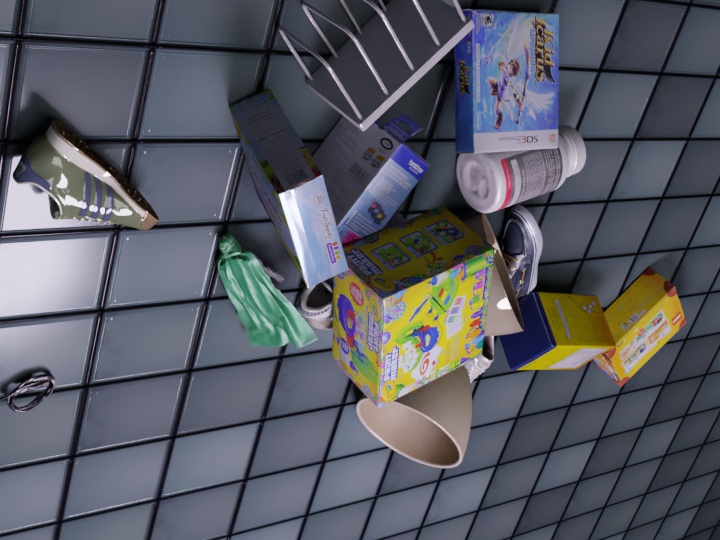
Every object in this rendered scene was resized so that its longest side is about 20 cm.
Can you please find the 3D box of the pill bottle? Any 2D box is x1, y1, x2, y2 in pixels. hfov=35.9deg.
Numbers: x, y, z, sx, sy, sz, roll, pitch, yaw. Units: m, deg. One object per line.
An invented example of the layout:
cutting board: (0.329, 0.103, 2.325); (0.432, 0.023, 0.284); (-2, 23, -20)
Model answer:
pill bottle: (0.259, -0.169, 1.760); (0.198, 0.111, 0.112); (-19, 133, -29)

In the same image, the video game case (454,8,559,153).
video game case: (0.217, -0.276, 1.627); (0.180, 0.045, 0.203); (-8, 101, -38)

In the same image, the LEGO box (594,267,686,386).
LEGO box: (0.565, 0.117, 2.283); (0.200, 0.077, 0.149); (-43, 140, -5)

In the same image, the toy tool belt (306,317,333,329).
toy tool belt: (0.000, 0.000, 1.674); (0.197, 0.126, 0.124); (-11, 127, 2)

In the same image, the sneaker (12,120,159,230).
sneaker: (-0.336, -0.093, 1.342); (0.090, 0.067, 0.200); (-40, 140, 3)

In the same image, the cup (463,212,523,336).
cup: (0.165, 0.025, 1.796); (0.142, 0.202, 0.201); (-20, 140, 11)

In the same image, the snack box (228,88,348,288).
snack box: (-0.093, -0.107, 1.429); (0.067, 0.201, 0.170); (-24, 137, -9)

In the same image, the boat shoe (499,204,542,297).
boat shoe: (0.258, -0.016, 1.911); (0.090, 0.071, 0.202); (-33, 140, -22)

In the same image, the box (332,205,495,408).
box: (0.071, 0.050, 1.549); (0.191, 0.122, 0.202); (-23, 136, -28)

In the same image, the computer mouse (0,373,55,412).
computer mouse: (-0.491, 0.167, 1.442); (0.198, 0.034, 0.059); (-11, 112, -42)

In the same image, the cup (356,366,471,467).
cup: (0.111, 0.219, 1.893); (0.144, 0.198, 0.201); (-60, 146, -27)

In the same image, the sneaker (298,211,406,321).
sneaker: (-0.008, -0.005, 1.576); (0.200, 0.076, 0.080); (-47, 169, 0)

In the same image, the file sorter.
file sorter: (0.014, -0.311, 1.412); (0.200, 0.139, 0.125); (-44, 137, -4)

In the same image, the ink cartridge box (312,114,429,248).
ink cartridge box: (0.001, -0.135, 1.539); (0.076, 0.136, 0.201); (30, 100, -45)

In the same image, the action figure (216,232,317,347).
action figure: (-0.149, 0.027, 1.586); (0.117, 0.055, 0.201); (-10, 129, 24)

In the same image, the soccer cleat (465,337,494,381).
soccer cleat: (0.195, 0.164, 1.990); (0.069, 0.086, 0.202); (-12, 129, -34)

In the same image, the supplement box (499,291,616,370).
supplement box: (0.358, 0.113, 2.046); (0.198, 0.111, 0.109); (4, 150, -43)
